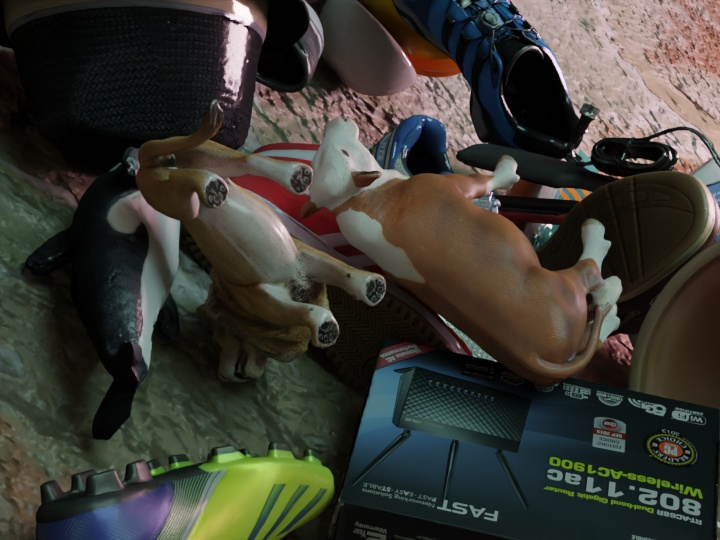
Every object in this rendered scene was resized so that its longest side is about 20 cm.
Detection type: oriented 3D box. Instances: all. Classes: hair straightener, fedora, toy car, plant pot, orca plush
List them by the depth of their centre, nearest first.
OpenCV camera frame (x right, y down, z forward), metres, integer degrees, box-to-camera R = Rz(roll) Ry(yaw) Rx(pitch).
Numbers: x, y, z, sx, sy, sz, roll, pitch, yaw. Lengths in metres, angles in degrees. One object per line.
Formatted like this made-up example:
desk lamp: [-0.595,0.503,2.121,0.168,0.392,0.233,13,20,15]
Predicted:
orca plush: [-0.137,0.008,1.076,0.106,0.070,0.201,76,8,-46]
fedora: [-0.122,-0.108,1.156,0.200,0.200,0.093,6,76,-46]
plant pot: [0.258,0.072,1.192,0.201,0.201,0.093,48,10,11]
hair straightener: [0.143,-0.063,1.274,0.199,0.078,0.041,10,21,39]
toy car: [0.022,-0.221,1.460,0.200,0.175,0.150,48,-4,10]

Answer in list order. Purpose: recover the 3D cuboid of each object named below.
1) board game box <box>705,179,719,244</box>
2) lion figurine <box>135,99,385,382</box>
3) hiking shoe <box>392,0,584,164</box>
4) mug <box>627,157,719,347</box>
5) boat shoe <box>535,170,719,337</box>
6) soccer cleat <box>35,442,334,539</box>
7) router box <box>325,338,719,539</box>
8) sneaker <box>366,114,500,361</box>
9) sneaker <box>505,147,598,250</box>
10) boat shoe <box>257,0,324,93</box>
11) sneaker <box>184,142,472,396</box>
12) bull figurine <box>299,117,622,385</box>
board game box: [0.297,0.024,1.289,0.150,0.046,0.202,-19,83,-18]
lion figurine: [-0.066,-0.020,1.060,0.072,0.122,0.201,-46,130,-24]
hiking shoe: [0.086,-0.157,1.341,0.201,0.074,0.087,56,-17,-14]
mug: [0.241,0.030,1.362,0.176,0.147,0.200,53,39,2]
boat shoe: [0.154,0.004,1.257,0.072,0.200,0.073,12,54,-36]
soccer cleat: [-0.080,0.129,0.985,0.199,0.064,0.085,-4,82,-56]
router box: [0.089,0.119,1.091,0.198,0.063,0.150,11,34,3]
sneaker: [0.050,-0.016,1.275,0.077,0.085,0.201,10,44,-42]
sneaker: [0.135,-0.024,1.399,0.080,0.071,0.200,41,34,-7]
boat shoe: [-0.107,-0.180,1.326,0.200,0.070,0.067,38,28,-23]
sneaker: [0.000,0.000,1.211,0.199,0.071,0.113,38,34,-4]
bull figurine: [0.060,-0.015,1.153,0.200,0.065,0.121,44,44,17]
